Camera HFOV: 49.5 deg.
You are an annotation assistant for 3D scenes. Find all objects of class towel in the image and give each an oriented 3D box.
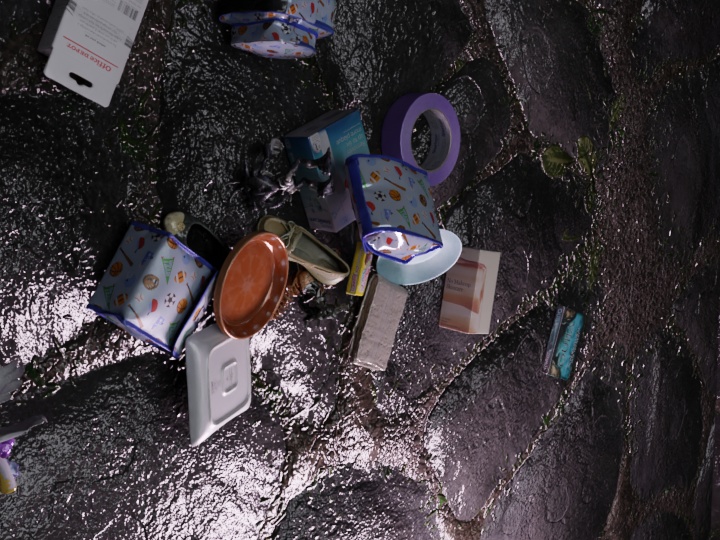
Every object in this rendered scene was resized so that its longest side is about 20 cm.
[{"bbox_3d":[0.039,0.120,1.742,0.132,0.034,0.204,26,80,-52],"label":"towel"}]

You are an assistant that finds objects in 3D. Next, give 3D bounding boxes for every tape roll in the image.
[{"bbox_3d":[0.136,-0.292,1.742,0.198,0.065,0.205,-11,106,-42],"label":"tape roll"}]

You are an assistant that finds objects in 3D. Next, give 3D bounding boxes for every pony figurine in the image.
[{"bbox_3d":[-0.564,0.245,1.137,0.190,0.166,0.204,-19,126,-31],"label":"pony figurine"}]

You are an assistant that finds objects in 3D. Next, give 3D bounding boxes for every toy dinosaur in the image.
[{"bbox_3d":[-0.105,0.037,1.577,0.198,0.102,0.137,-34,105,-14],"label":"toy dinosaur"}]

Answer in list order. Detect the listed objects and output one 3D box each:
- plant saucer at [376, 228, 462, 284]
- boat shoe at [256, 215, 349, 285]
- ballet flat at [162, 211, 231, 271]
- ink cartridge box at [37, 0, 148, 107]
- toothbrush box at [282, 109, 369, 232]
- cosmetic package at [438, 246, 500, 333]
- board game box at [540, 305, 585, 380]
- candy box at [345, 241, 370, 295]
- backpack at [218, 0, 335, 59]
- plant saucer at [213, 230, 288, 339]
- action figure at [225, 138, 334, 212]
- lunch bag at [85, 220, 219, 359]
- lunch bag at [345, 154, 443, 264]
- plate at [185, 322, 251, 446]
[{"bbox_3d":[0.126,-0.042,1.735,0.199,0.200,0.039,24,40,-43],"label":"plant saucer"},{"bbox_3d":[-0.110,-0.044,1.514,0.200,0.063,0.074,38,62,-14],"label":"boat shoe"},{"bbox_3d":[-0.273,-0.044,1.404,0.200,0.056,0.067,40,70,-40],"label":"ballet flat"},{"bbox_3d":[-0.415,-0.366,1.199,0.115,0.066,0.204,25,80,-43],"label":"ink cartridge box"},{"bbox_3d":[-0.053,-0.201,1.565,0.146,0.084,0.203,-34,121,-35],"label":"toothbrush box"},{"bbox_3d":[0.265,0.046,1.905,0.086,0.102,0.205,5,93,-44],"label":"cosmetic package"},{"bbox_3d":[0.600,0.216,2.307,0.134,0.028,0.204,19,85,-45],"label":"board game box"},{"bbox_3d":[0.000,0.000,1.612,0.200,0.026,0.104,20,85,-85],"label":"candy box"},{"bbox_3d":[-0.135,-0.454,1.377,0.189,0.198,0.158,-11,111,-48],"label":"backpack"},{"bbox_3d":[-0.201,0.025,1.421,0.200,0.032,0.204,-40,140,-45],"label":"plant saucer"},{"bbox_3d":[-0.148,-0.175,1.459,0.103,0.195,0.121,-89,173,-54],"label":"action figure"},{"bbox_3d":[-0.331,0.043,1.327,0.172,0.122,0.200,-63,148,-15],"label":"lunch bag"},{"bbox_3d":[0.050,-0.120,1.500,0.198,0.123,0.173,15,56,-52],"label":"lunch bag"},{"bbox_3d":[-0.251,0.194,1.433,0.200,0.032,0.204,-28,120,-65],"label":"plate"}]
